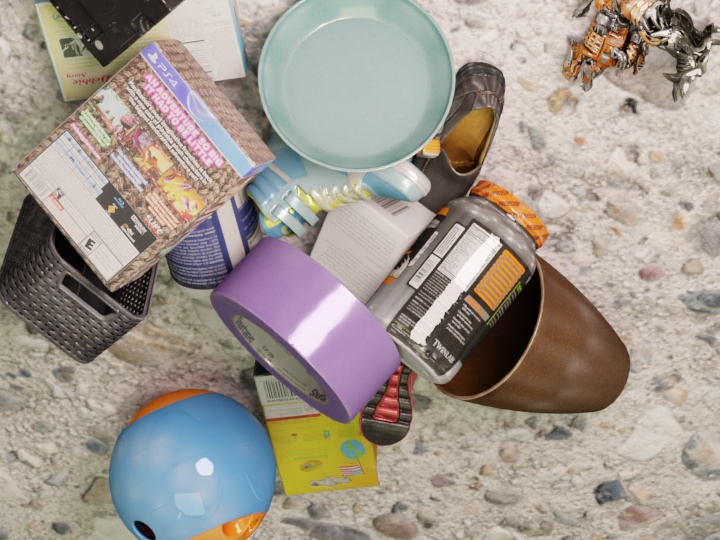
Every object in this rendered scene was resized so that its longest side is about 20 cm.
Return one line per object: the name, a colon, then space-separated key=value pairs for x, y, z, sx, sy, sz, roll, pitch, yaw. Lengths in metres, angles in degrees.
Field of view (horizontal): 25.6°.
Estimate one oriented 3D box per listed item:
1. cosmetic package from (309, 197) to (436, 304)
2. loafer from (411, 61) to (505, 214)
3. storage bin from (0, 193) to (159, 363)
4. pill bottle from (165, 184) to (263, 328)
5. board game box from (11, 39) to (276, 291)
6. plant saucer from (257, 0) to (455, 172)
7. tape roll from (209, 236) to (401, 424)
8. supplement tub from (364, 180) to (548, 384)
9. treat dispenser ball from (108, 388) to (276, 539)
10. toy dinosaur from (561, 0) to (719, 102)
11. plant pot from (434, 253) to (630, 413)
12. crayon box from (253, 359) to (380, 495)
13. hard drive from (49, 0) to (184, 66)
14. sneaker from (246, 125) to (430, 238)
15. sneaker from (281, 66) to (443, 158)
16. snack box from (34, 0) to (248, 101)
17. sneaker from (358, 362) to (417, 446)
cosmetic package: x=0.000 y=0.000 z=1.767 sx=0.101 sy=0.071 sz=0.201 roll=38 pitch=127 yaw=19
loafer: x=0.100 y=-0.124 z=1.697 sx=0.072 sy=0.073 sz=0.201 roll=11 pitch=127 yaw=-9
storage bin: x=-0.297 y=-0.016 z=1.706 sx=0.094 sy=0.201 sz=0.135 roll=-37 pitch=118 yaw=24
pill bottle: x=-0.164 y=-0.039 z=1.743 sx=0.110 sy=0.111 sz=0.201 roll=-8 pitch=126 yaw=7
board game box: x=-0.216 y=-0.107 z=1.596 sx=0.200 sy=0.097 sz=0.160 roll=-39 pitch=91 yaw=12
plant saucer: x=-0.004 y=-0.191 z=1.609 sx=0.199 sy=0.201 sz=0.036 roll=2 pitch=167 yaw=0
tape roll: x=-0.058 y=0.063 z=1.669 sx=0.085 sy=0.200 sz=0.200 roll=-46 pitch=121 yaw=-15
supplement tub: x=0.102 y=0.010 z=1.681 sx=0.123 sy=0.122 sz=0.200 roll=44 pitch=80 yaw=-27
treat dispenser ball: x=-0.199 y=0.243 z=1.896 sx=0.199 sy=0.201 sz=0.202 roll=1 pitch=127 yaw=1
toy dinosaur: x=0.292 y=-0.247 z=1.595 sx=0.136 sy=0.102 sz=0.200 roll=41 pitch=141 yaw=-6
plant pot: x=0.207 y=0.086 z=1.802 sx=0.199 sy=0.188 sz=0.187 roll=24 pitch=125 yaw=-35
crayon box: x=-0.051 y=0.183 z=1.941 sx=0.126 sy=0.051 sz=0.201 roll=-6 pitch=125 yaw=6
hard drive: x=-0.269 y=-0.309 z=1.531 sx=0.200 sy=0.038 sz=0.139 roll=50 pitch=139 yaw=-11
sneaker: x=-0.031 y=-0.076 z=1.657 sx=0.199 sy=0.131 sz=0.080 roll=21 pitch=166 yaw=31
sneaker: x=-0.002 y=-0.184 z=1.663 sx=0.199 sy=0.078 sz=0.078 roll=20 pitch=93 yaw=-3
snack box: x=-0.224 y=-0.244 z=1.638 sx=0.199 sy=0.037 sz=0.117 roll=-7 pitch=125 yaw=6
sneaker: x=0.037 y=0.093 z=1.793 sx=0.073 sy=0.087 sz=0.201 roll=14 pitch=110 yaw=-12
